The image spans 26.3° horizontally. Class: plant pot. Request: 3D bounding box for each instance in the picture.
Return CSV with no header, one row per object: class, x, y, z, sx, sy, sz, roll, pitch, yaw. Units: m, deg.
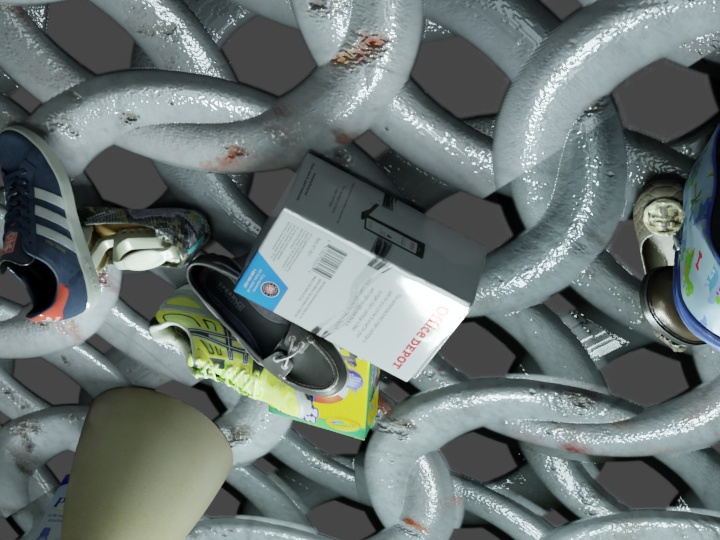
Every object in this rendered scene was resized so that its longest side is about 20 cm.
plant pot,-0.270,0.273,1.793,0.187,0.200,0.188,12,138,11

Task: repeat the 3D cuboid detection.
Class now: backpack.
backpack,0.341,-0.005,1.242,0.182,0.200,0.147,19,136,1

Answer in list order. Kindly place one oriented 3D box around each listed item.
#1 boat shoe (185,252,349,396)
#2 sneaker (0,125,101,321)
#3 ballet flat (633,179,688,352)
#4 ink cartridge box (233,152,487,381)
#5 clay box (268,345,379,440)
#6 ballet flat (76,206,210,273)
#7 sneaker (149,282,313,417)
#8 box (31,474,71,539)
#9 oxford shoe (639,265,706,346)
boat shoe,-0.098,0.057,1.530,0.200,0.057,0.067,41,102,17
sneaker,-0.328,-0.043,1.521,0.075,0.084,0.201,-21,92,45
ballet flat,0.282,0.002,1.393,0.067,0.046,0.200,4,135,18
ink cartridge box,0.000,0.000,1.480,0.200,0.084,0.146,28,138,-8
clay box,-0.039,0.106,1.635,0.115,0.048,0.200,15,137,12
ballet flat,-0.251,-0.029,1.569,0.200,0.072,0.072,-1,134,24
sneaker,-0.134,0.096,1.595,0.200,0.076,0.076,34,142,23
box,-0.330,0.389,1.939,0.105,0.200,0.184,-2,133,26
oxford shoe,0.331,0.032,1.345,0.199,0.073,0.084,12,166,-29
